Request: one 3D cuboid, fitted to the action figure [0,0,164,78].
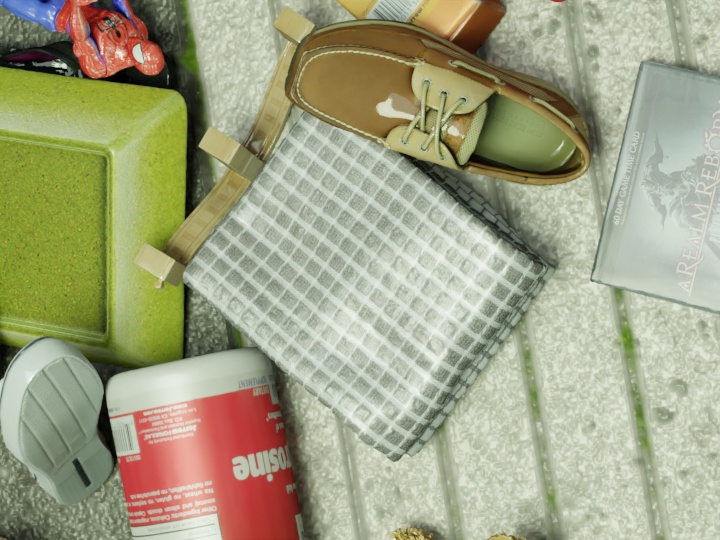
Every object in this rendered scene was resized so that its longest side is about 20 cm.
[{"bbox_3d":[-0.208,-0.197,1.273,0.199,0.065,0.099,32,143,22],"label":"action figure"}]

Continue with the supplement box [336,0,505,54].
[{"bbox_3d":[-0.003,-0.211,1.234,0.200,0.066,0.069,46,106,13],"label":"supplement box"}]

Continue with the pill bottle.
[{"bbox_3d":[-0.095,0.158,1.245,0.111,0.112,0.202,-12,87,18],"label":"pill bottle"}]

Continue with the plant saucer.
[{"bbox_3d":[-0.218,-0.031,1.291,0.198,0.048,0.202,9,109,18],"label":"plant saucer"}]

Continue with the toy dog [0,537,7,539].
[{"bbox_3d":[-0.266,0.271,1.317,0.096,0.132,0.201,22,105,-22],"label":"toy dog"}]

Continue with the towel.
[{"bbox_3d":[0.000,0.000,1.225,0.200,0.085,0.166,38,101,14],"label":"towel"}]

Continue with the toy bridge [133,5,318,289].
[{"bbox_3d":[-0.084,-0.075,1.259,0.027,0.067,0.201,30,89,15],"label":"toy bridge"}]

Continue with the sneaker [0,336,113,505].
[{"bbox_3d":[-0.212,0.091,1.249,0.073,0.200,0.071,-38,69,-21],"label":"sneaker"}]

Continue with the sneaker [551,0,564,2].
[{"bbox_3d":[0.060,-0.205,1.150,0.085,0.199,0.077,-51,47,13],"label":"sneaker"}]

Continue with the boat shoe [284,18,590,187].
[{"bbox_3d":[0.055,-0.099,1.161,0.198,0.074,0.076,11,111,-19],"label":"boat shoe"}]

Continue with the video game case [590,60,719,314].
[{"bbox_3d":[0.253,-0.039,1.175,0.198,0.019,0.144,14,95,17],"label":"video game case"}]

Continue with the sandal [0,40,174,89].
[{"bbox_3d":[-0.225,-0.125,1.318,0.199,0.048,0.076,1,92,18],"label":"sandal"}]

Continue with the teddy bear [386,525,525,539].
[{"bbox_3d":[0.054,0.240,1.229,0.145,0.067,0.201,45,110,22],"label":"teddy bear"}]
